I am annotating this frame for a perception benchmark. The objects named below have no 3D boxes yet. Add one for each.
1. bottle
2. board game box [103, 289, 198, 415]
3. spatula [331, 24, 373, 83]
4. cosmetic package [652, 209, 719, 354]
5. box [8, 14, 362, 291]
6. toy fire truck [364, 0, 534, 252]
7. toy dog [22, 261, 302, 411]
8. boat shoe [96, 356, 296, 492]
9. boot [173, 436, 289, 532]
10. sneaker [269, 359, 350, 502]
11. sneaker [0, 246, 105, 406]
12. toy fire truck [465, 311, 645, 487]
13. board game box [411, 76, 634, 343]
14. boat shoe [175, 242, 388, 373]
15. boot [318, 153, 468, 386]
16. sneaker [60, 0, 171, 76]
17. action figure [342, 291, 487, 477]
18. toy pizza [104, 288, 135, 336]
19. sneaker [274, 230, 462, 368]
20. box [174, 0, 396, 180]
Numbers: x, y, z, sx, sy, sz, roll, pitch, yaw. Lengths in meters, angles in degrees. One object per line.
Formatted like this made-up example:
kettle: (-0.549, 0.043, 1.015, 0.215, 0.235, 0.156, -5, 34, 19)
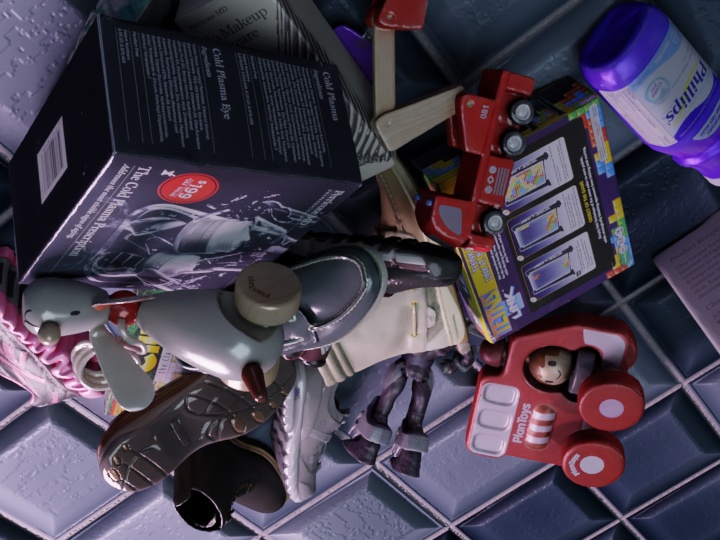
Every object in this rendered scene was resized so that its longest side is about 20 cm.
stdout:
bottle: (0.277, -0.147, 0.870, 0.200, 0.065, 0.084, 36, 86, -32)
board game box: (-0.168, 0.061, 0.916, 0.105, 0.023, 0.200, 9, 124, -20)
spatula: (0.029, -0.219, 0.794, 0.056, 0.021, 0.200, 31, 113, -24)
cosmetic package: (0.429, 0.042, 0.965, 0.167, 0.200, 0.166, -36, 125, 15)
box: (-0.132, -0.069, 0.711, 0.182, 0.104, 0.200, 3, 155, -35)
toy fire truck: (0.061, -0.122, 0.780, 0.141, 0.049, 0.200, 11, 99, -16)
toy dog: (-0.136, 0.055, 0.705, 0.200, 0.096, 0.132, -11, 130, 2)
boat shoe: (-0.155, 0.124, 0.912, 0.200, 0.072, 0.076, -27, 115, -19)
boot: (-0.138, 0.234, 1.017, 0.077, 0.138, 0.200, -34, 127, 13)
sneaker: (-0.048, 0.168, 1.030, 0.082, 0.075, 0.200, -9, 132, -15)
sneaker: (-0.318, 0.058, 0.895, 0.095, 0.079, 0.200, -19, 127, 16)
toy fire truck: (0.204, 0.131, 1.049, 0.168, 0.112, 0.200, 9, 125, 4)
board game box: (0.155, -0.052, 0.908, 0.165, 0.057, 0.200, -27, 127, -5)
boat shoe: (-0.067, 0.037, 0.785, 0.200, 0.073, 0.062, -25, 174, 31)
boot: (0.000, 0.000, 0.895, 0.154, 0.072, 0.200, -19, 109, 2)
sneaker: (-0.187, -0.140, 0.778, 0.091, 0.078, 0.200, 18, 129, -31)
action figure: (0.051, 0.102, 0.993, 0.130, 0.069, 0.200, 19, 96, -14)
toy pizza: (-0.148, 0.011, 0.917, 0.200, 0.032, 0.200, -8, 129, -10)
sneaker: (-0.009, 0.028, 0.827, 0.200, 0.076, 0.116, 7, 98, 30)
box: (-0.053, -0.156, 0.784, 0.082, 0.068, 0.200, -24, 129, 23)
